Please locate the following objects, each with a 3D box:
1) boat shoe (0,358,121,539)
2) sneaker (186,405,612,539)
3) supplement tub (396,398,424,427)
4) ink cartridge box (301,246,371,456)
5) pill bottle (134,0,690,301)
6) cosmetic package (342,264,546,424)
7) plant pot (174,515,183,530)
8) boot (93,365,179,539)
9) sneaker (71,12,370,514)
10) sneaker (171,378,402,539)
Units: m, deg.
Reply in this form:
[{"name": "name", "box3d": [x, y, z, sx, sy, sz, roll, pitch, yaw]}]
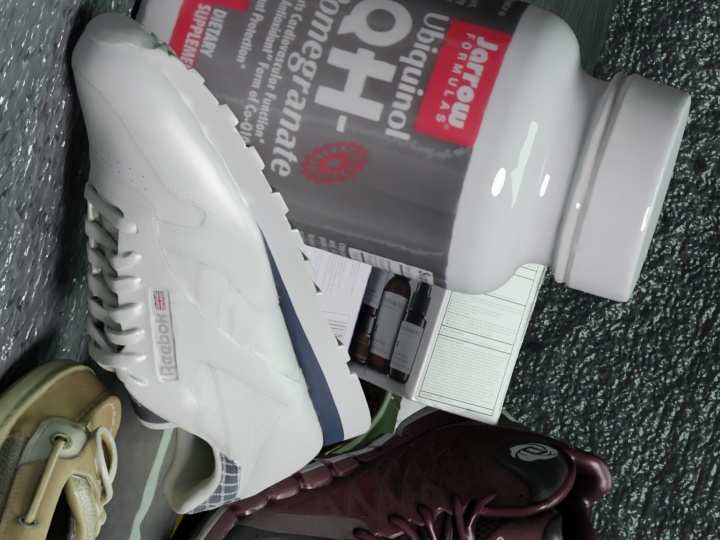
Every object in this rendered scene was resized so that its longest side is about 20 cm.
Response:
[{"name": "boat shoe", "box3d": [-0.117, 0.100, 0.919, 0.201, 0.063, 0.073, -58, 164, -61]}, {"name": "sneaker", "box3d": [0.022, 0.110, 1.069, 0.200, 0.115, 0.076, -31, 116, -35]}, {"name": "supplement tub", "box3d": [-0.005, 0.139, 1.573, 0.132, 0.132, 0.201, 36, 72, -82]}, {"name": "ink cartridge box", "box3d": [-0.032, -0.024, 1.135, 0.094, 0.044, 0.201, 31, -72, 56]}, {"name": "pill bottle", "box3d": [0.017, -0.055, 1.005, 0.111, 0.199, 0.111, 17, 90, -82]}, {"name": "cosmetic package", "box3d": [0.000, 0.000, 1.171, 0.200, 0.051, 0.083, 20, -88, 58]}, {"name": "plant pot", "box3d": [-0.035, 0.191, 1.298, 0.200, 0.194, 0.196, 105, 5, -69]}, {"name": "boot", "box3d": [-0.108, 0.132, 1.036, 0.200, 0.072, 0.182, -64, -175, -9]}, {"name": "sneaker", "box3d": [-0.063, 0.002, 0.941, 0.076, 0.080, 0.200, 50, -14, 55]}, {"name": "sneaker", "box3d": [-0.031, 0.119, 1.186, 0.200, 0.067, 0.090, -57, 144, -48]}]
